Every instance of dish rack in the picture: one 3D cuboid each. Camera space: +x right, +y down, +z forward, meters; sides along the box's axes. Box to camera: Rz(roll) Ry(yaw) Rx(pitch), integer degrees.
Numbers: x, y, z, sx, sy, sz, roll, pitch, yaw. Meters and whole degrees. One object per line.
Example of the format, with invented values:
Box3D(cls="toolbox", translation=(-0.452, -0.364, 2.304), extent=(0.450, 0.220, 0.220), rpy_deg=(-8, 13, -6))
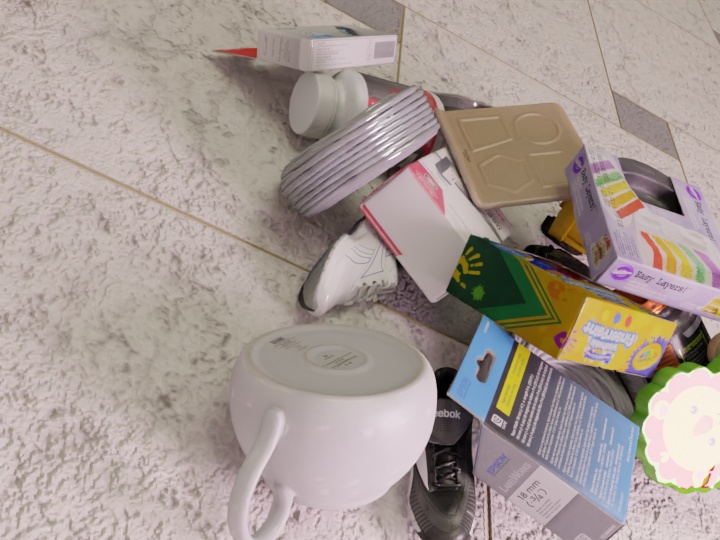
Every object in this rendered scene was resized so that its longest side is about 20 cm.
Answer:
Box3D(cls="dish rack", translation=(0.161, -0.216, 1.349), extent=(0.198, 0.044, 0.171), rpy_deg=(12, 4, -41))

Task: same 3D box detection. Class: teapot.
Box3D(cls="teapot", translation=(-0.028, 0.145, 0.807), extent=(0.197, 0.148, 0.197), rpy_deg=(1, 17, -16))

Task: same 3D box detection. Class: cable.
Box3D(cls="cable", translation=(-0.002, -0.134, 1.052), extent=(0.070, 0.199, 0.200), rpy_deg=(57, 7, -5))
Box3D(cls="cable", translation=(0.231, 0.153, 1.057), extent=(0.200, 0.069, 0.199), rpy_deg=(49, 38, 16))

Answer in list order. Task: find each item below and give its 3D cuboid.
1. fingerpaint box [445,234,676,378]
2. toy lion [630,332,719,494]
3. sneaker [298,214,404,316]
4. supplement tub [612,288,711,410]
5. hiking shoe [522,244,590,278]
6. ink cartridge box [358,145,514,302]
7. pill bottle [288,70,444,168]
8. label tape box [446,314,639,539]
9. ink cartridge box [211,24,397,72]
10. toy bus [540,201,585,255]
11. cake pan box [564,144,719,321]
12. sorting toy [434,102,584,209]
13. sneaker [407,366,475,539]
Box3D(cls="fingerpaint box", translation=(0.221, 0.039, 0.997), extent=(0.198, 0.074, 0.166), rpy_deg=(14, 14, -44))
Box3D(cls="toy lion", translation=(0.404, 0.180, 1.031), extent=(0.201, 0.191, 0.069), rpy_deg=(50, -8, -14))
Box3D(cls="sneaker", translation=(0.000, 0.000, 1.038), extent=(0.087, 0.075, 0.200), rpy_deg=(43, 38, 2))
Box3D(cls="supplement tub", translation=(0.372, 0.114, 1.112), extent=(0.202, 0.122, 0.122), rpy_deg=(62, 36, -10))
Box3D(cls="hiking shoe", translation=(0.244, 0.016, 1.222), extent=(0.100, 0.076, 0.199), rpy_deg=(40, 27, 19))
Box3D(cls="ink cartridge box", translation=(0.100, -0.063, 1.120), extent=(0.146, 0.085, 0.200), rpy_deg=(52, 23, 1))
Box3D(cls="pill bottle", translation=(0.008, -0.204, 1.227), extent=(0.198, 0.111, 0.112), rpy_deg=(7, 45, -33))
Box3D(cls="label tape box", translation=(0.169, 0.156, 0.894), extent=(0.199, 0.064, 0.144), rpy_deg=(36, 35, 2))
Box3D(cls="ink cartridge box", translation=(-0.074, -0.312, 1.254), extent=(0.175, 0.045, 0.199), rpy_deg=(19, 24, 31))
Box3D(cls="toy bus", translation=(0.370, -0.060, 1.291), extent=(0.191, 0.137, 0.200), rpy_deg=(36, 12, 11))
Box3D(cls="cake pan box", translation=(0.341, -0.048, 1.077), extent=(0.182, 0.052, 0.202), rpy_deg=(19, 43, -18))
Box3D(cls="sorting toy", translation=(0.207, -0.148, 1.189), extent=(0.197, 0.037, 0.187), rpy_deg=(-3, 48, -15))
Box3D(cls="sneaker", translation=(0.079, 0.172, 0.887), extent=(0.065, 0.091, 0.201), rpy_deg=(2, 38, 5))
